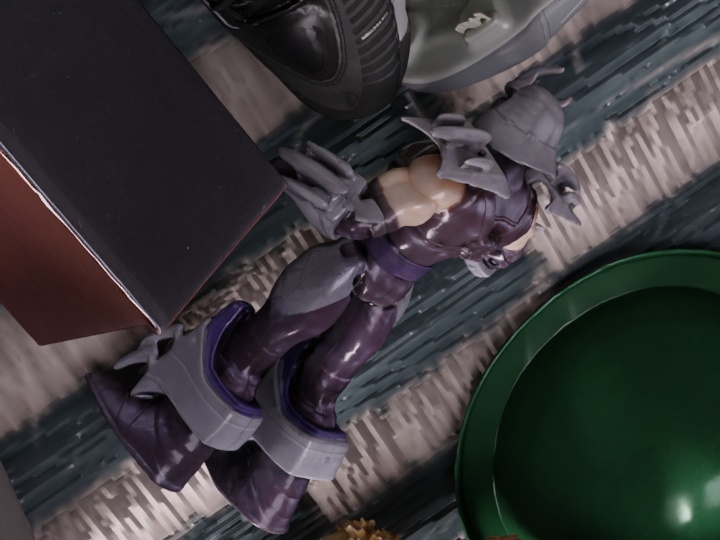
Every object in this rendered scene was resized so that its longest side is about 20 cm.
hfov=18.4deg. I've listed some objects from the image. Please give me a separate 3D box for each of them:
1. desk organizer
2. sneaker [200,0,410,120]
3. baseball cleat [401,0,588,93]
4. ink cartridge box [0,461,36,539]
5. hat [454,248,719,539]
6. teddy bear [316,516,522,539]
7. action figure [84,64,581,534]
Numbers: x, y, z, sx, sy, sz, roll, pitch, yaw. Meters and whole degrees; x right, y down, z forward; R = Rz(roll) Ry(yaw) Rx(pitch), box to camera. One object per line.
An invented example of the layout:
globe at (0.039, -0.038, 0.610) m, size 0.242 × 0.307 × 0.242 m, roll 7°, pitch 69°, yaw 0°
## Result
desk organizer at (-0.123, -0.072, 0.688) m, size 0.200 × 0.077 × 0.072 m, roll 51°, pitch 57°, yaw -20°
sneaker at (-0.050, -0.113, 0.684) m, size 0.066 × 0.091 × 0.200 m, roll -9°, pitch 127°, yaw 30°
baseball cleat at (0.097, -0.125, 0.761) m, size 0.200 × 0.070 × 0.106 m, roll -44°, pitch 145°, yaw 18°
ink cartridge box at (-0.160, 0.154, 0.723) m, size 0.146 × 0.200 × 0.083 m, roll -15°, pitch 119°, yaw -16°
hat at (0.141, 0.096, 0.832) m, size 0.165 × 0.176 × 0.200 m, roll -22°, pitch 123°, yaw -11°
teddy bear at (0.057, 0.142, 0.839) m, size 0.199 × 0.067 × 0.145 m, roll 14°, pitch 153°, yaw -13°
action figure at (0.000, 0.000, 0.774) m, size 0.200 × 0.069 × 0.130 m, roll -46°, pitch 143°, yaw 17°
